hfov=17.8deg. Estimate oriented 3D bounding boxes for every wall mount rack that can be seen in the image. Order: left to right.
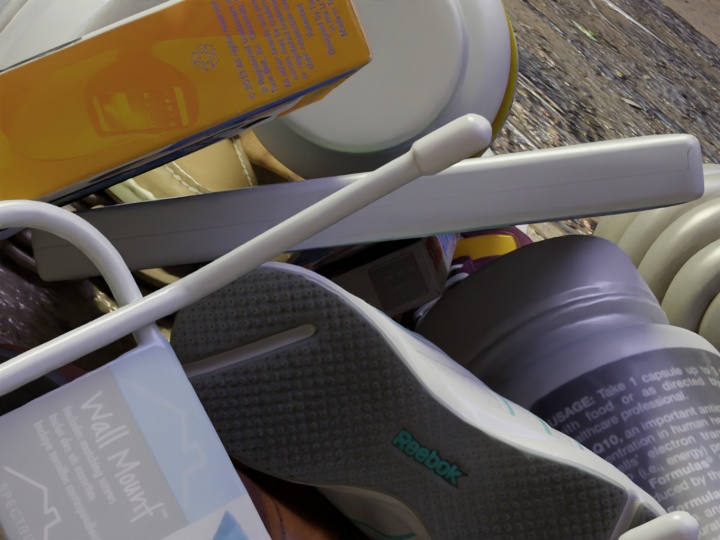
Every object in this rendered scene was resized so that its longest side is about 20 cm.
[{"bbox_3d":[-0.022,0.056,0.582,0.173,0.075,0.201,-27,89,-27],"label":"wall mount rack"}]

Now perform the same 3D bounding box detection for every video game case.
[{"bbox_3d":[0.002,-0.021,0.761,0.199,0.023,0.182,-8,3,0],"label":"video game case"}]

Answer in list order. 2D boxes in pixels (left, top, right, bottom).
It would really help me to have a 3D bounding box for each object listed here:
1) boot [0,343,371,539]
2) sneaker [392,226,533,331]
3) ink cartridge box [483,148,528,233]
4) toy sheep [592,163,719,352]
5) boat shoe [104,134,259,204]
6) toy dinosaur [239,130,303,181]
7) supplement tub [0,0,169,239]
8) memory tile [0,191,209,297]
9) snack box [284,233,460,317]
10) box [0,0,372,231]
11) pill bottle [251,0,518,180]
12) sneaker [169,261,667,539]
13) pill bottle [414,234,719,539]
[{"bbox_3d":[-0.042,0.061,0.718,0.188,0.069,0.200,34,17,-9],"label":"boot"},{"bbox_3d":[0.051,0.028,0.968,0.090,0.075,0.200,27,19,-46],"label":"sneaker"},{"bbox_3d":[0.014,-0.086,1.136,0.200,0.045,0.176,55,8,-5],"label":"ink cartridge box"},{"bbox_3d":[0.187,0.010,1.180,0.137,0.138,0.200,29,7,-24],"label":"toy sheep"},{"bbox_3d":[-0.087,-0.082,0.940,0.074,0.067,0.200,19,26,-44],"label":"boat shoe"},{"bbox_3d":[-0.062,-0.072,1.067,0.199,0.061,0.106,30,40,1],"label":"toy dinosaur"},{"bbox_3d":[-0.168,-0.119,0.800,0.200,0.146,0.145,38,17,9],"label":"supplement tub"},{"bbox_3d":[-0.127,-0.051,0.928,0.153,0.017,0.200,15,28,-49],"label":"memory tile"},{"bbox_3d":[0.000,0.000,0.900,0.200,0.072,0.024,-60,126,-81],"label":"snack box"},{"bbox_3d":[-0.099,-0.034,0.665,0.119,0.199,0.042,175,-110,-83],"label":"box"},{"bbox_3d":[0.008,-0.085,0.926,0.109,0.109,0.200,37,5,2],"label":"pill bottle"},{"bbox_3d":[0.030,0.061,0.694,0.200,0.070,0.080,41,6,-7],"label":"sneaker"},{"bbox_3d":[0.098,0.091,0.789,0.113,0.113,0.201,16,37,-48],"label":"pill bottle"}]
